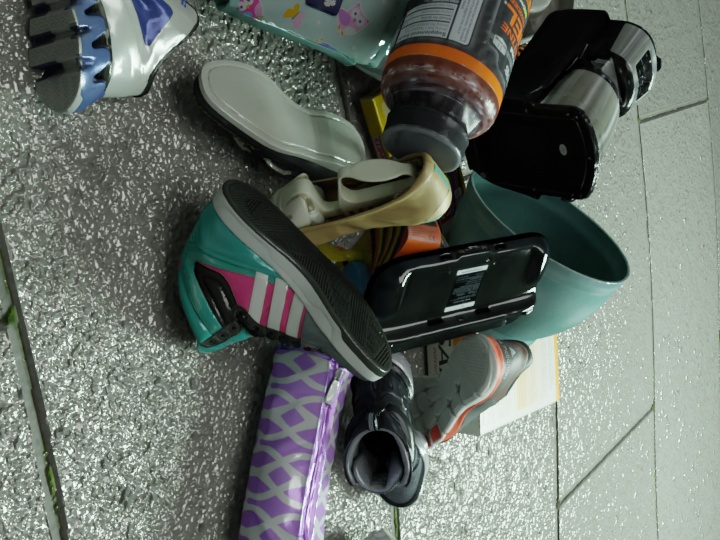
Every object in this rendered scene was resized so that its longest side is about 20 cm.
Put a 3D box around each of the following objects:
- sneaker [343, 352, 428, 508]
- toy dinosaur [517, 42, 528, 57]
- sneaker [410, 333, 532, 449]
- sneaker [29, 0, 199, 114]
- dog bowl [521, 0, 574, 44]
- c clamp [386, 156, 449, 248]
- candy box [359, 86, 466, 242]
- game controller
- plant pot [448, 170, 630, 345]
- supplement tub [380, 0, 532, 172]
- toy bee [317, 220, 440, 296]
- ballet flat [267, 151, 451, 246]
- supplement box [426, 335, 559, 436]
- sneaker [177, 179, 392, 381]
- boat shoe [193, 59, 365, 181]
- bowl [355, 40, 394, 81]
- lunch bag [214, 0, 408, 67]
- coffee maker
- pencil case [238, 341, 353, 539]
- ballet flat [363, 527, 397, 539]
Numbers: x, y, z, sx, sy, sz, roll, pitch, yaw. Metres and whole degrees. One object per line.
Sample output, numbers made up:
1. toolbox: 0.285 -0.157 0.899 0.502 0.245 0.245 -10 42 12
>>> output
1. sneaker: 0.022 0.183 0.810 0.115 0.074 0.203 -78 162 -55
2. toy dinosaur: 0.147 -0.205 1.016 0.198 0.102 0.137 -30 99 -5
3. sneaker: 0.111 0.130 0.871 0.081 0.200 0.078 -2 64 -28
4. sneaker: -0.182 -0.217 0.620 0.114 0.080 0.203 -11 105 -53
5. dog bowl: 0.163 -0.358 0.996 0.197 0.058 0.203 16 60 -30
6. c clamp: 0.067 -0.028 0.845 0.027 0.170 0.202 -36 109 -15
7. candy box: 0.068 -0.115 0.932 0.102 0.026 0.203 -35 119 -30
8. game controller: 0.087 0.020 0.766 0.197 0.042 0.106 -11 126 -29
9. plant pot: 0.175 -0.001 0.928 0.199 0.200 0.135 -8 136 -50
10. supplement tub: 0.081 -0.188 0.722 0.107 0.106 0.203 36 66 -43
11. toy bee: 0.000 0.000 0.804 0.130 0.199 0.110 27 32 -40
12. ballet flat: -0.023 -0.062 0.714 0.063 0.196 0.070 61 21 -50
13. supplement box: 0.165 0.114 1.027 0.198 0.073 0.129 -6 95 -50
14. sneaker: -0.076 0.038 0.694 0.200 0.120 0.084 47 24 -5
15. boat shoe: -0.077 -0.124 0.750 0.198 0.060 0.075 13 61 -51
16. bowl: 0.065 -0.261 0.854 0.090 0.197 0.205 61 39 -72
17. lunch bag: -0.040 -0.294 0.740 0.168 0.121 0.204 11 78 -37
18. coffee maker: 0.198 -0.190 0.898 0.201 0.190 0.136 -50 163 -37
19. pencil case: -0.053 0.166 0.755 0.083 0.085 0.204 21 75 -45
20. ballet flat: -0.020 0.339 0.811 0.072 0.071 0.202 45 56 -40
